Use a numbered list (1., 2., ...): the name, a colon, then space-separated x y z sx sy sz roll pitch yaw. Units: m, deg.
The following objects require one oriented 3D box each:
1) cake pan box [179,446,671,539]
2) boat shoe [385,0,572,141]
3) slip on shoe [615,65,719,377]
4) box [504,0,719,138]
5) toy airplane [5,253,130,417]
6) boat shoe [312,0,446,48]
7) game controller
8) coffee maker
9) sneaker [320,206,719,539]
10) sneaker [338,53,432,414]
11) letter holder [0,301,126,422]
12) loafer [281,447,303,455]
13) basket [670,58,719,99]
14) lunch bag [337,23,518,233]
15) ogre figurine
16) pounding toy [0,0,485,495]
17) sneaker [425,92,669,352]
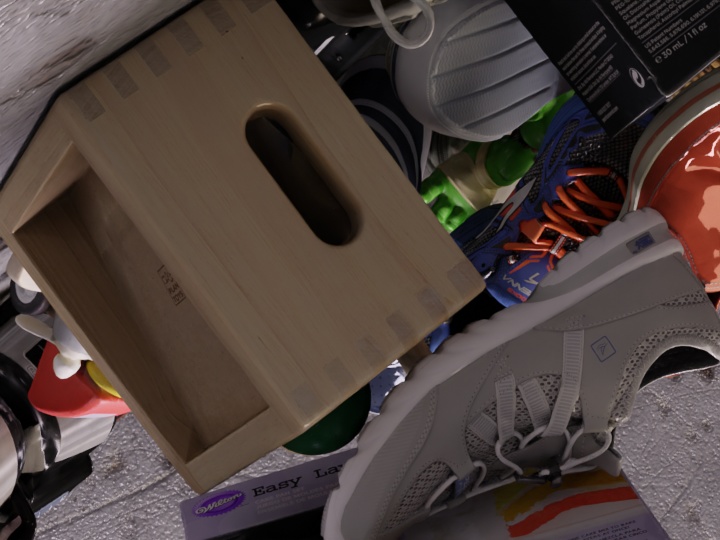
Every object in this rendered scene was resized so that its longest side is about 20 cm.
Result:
1. cake pan box: 0.021 0.128 0.884 0.199 0.053 0.184 -16 -162 -3
2. boat shoe: 0.058 -0.105 0.954 0.200 0.062 0.072 -21 126 -59
3. slip on shoe: 0.152 -0.024 0.924 0.074 0.061 0.200 -24 151 -28
4. box: 0.145 -0.173 0.860 0.200 0.141 0.079 -37 180 -14
5. toy airplane: -0.089 0.010 1.131 0.199 0.142 0.199 -22 155 -14
6. boat shoe: 0.015 -0.125 0.779 0.086 0.075 0.202 -34 -171 -14
7. game controller: -0.032 -0.109 0.990 0.104 0.042 0.200 -20 170 -30
8. coffee maker: -0.264 0.117 1.224 0.191 0.135 0.200 -11 -169 27
9. sneaker: 0.071 0.058 0.853 0.200 0.082 0.075 -38 166 -13
10. sneaker: 0.000 0.000 1.073 0.070 0.201 0.109 4 -155 11
11. letter holder: -0.149 0.027 1.345 0.200 0.101 0.142 -37 -179 36
12. loafer: -0.062 0.018 1.038 0.076 0.200 0.067 -49 -154 -11
13. basket: 0.208 -0.182 1.088 0.149 0.200 0.143 -37 179 -30
14. lunch bag: 0.062 -0.090 1.240 0.200 0.168 0.139 -37 180 -36
15. ogre figurine: 0.090 -0.091 1.098 0.120 0.098 0.201 -9 -114 60
16. pounding toy: -0.034 0.000 0.888 0.142 0.200 0.184 -37 180 -25
17. sneaker: 0.095 -0.013 1.006 0.200 0.075 0.079 -52 -170 44
